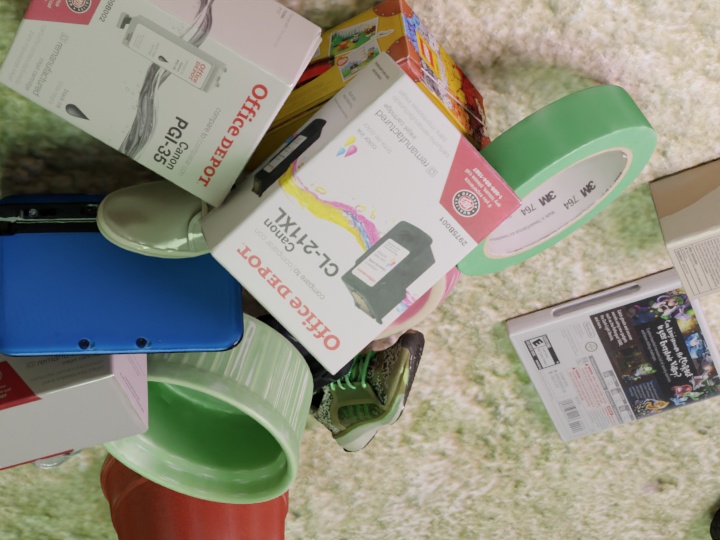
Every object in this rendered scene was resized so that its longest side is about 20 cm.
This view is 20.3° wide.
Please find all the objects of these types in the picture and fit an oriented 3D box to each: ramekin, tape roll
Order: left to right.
[{"bbox_3d":[-0.139,0.115,1.801,0.200,0.098,0.200,13,146,9],"label":"ramekin"},{"bbox_3d":[0.153,-0.073,1.674,0.200,0.048,0.200,-30,161,-11],"label":"tape roll"}]

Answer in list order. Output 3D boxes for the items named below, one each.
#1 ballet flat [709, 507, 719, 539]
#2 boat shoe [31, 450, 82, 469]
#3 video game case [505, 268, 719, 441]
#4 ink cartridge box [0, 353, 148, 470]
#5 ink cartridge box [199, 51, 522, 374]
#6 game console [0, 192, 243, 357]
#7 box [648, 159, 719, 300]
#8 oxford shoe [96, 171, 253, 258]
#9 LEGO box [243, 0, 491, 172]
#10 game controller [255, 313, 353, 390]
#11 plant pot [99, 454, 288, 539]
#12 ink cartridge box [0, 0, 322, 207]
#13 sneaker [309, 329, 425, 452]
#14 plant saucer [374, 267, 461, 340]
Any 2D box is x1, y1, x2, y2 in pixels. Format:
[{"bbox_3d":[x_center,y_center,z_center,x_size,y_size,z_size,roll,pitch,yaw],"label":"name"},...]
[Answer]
[{"bbox_3d":[0.442,0.245,2.166,0.066,0.057,0.200,7,138,-19],"label":"ballet flat"},{"bbox_3d":[-0.276,0.138,1.904,0.072,0.069,0.200,15,135,-26],"label":"boat shoe"},{"bbox_3d":[0.257,0.085,1.973,0.182,0.023,0.200,-18,138,11],"label":"video game case"},{"bbox_3d":[-0.263,0.055,1.707,0.147,0.200,0.083,-16,136,8],"label":"ink cartridge box"},{"bbox_3d":[-0.001,-0.042,1.532,0.200,0.083,0.146,-43,110,5],"label":"ink cartridge box"},{"bbox_3d":[-0.201,-0.001,1.651,0.200,0.171,0.119,0,96,-7],"label":"game console"},{"bbox_3d":[0.368,-0.056,1.781,0.200,0.078,0.095,-18,139,11],"label":"box"},{"bbox_3d":[-0.108,-0.051,1.586,0.200,0.075,0.058,-1,147,-15],"label":"oxford shoe"},{"bbox_3d":[-0.014,-0.114,1.644,0.200,0.077,0.149,-25,137,19],"label":"LEGO box"},{"bbox_3d":[-0.098,0.090,1.870,0.104,0.042,0.200,37,141,-24],"label":"game controller"},{"bbox_3d":[-0.157,0.284,1.999,0.200,0.195,0.201,-5,140,-4],"label":"plant pot"},{"bbox_3d":[-0.151,-0.162,1.507,0.200,0.083,0.147,30,130,-6],"label":"ink cartridge box"},{"bbox_3d":[-0.006,0.108,1.904,0.089,0.077,0.200,24,144,-11],"label":"sneaker"},{"bbox_3d":[0.000,0.000,1.804,0.200,0.051,0.201,-5,141,-4],"label":"plant saucer"}]
